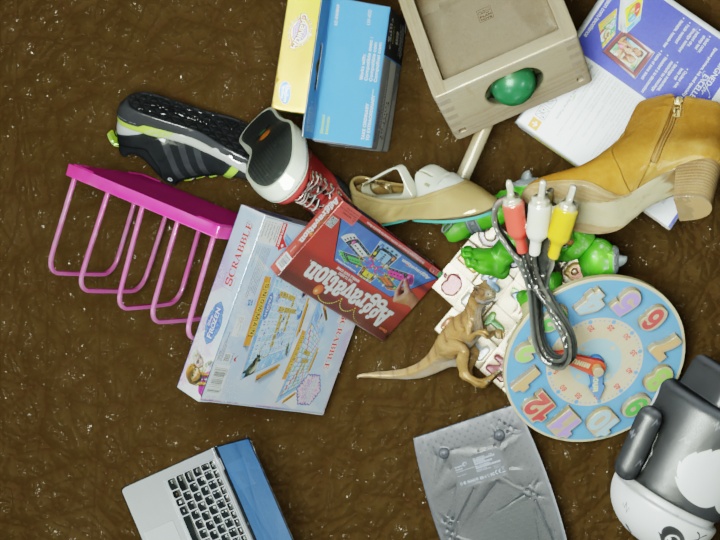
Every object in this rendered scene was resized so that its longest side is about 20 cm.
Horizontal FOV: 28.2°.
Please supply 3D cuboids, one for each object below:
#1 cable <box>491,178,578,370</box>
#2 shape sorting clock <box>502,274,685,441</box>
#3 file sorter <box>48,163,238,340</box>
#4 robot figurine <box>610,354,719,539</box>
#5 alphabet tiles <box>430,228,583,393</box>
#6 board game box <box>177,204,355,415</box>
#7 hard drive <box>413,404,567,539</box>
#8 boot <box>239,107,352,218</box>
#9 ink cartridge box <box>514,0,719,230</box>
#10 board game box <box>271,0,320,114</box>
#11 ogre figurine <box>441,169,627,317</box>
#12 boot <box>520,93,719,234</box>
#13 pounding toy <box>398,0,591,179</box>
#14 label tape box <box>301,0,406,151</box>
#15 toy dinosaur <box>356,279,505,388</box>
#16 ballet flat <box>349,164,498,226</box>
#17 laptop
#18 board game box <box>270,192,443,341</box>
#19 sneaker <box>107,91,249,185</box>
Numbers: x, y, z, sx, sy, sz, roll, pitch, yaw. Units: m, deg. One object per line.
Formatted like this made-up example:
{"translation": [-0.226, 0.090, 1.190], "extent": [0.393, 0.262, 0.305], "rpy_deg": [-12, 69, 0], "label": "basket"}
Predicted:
{"translation": [0.170, 0.003, 1.418], "extent": [0.096, 0.050, 0.203], "rpy_deg": [8, 109, 26], "label": "cable"}
{"translation": [0.245, 0.096, 1.499], "extent": [0.197, 0.039, 0.202], "rpy_deg": [-3, 121, -5], "label": "shape sorting clock"}
{"translation": [-0.213, -0.019, 1.533], "extent": [0.198, 0.139, 0.127], "rpy_deg": [22, 98, 23], "label": "file sorter"}
{"translation": [0.341, 0.193, 1.482], "extent": [0.149, 0.125, 0.202], "rpy_deg": [28, 97, 6], "label": "robot figurine"}
{"translation": [0.181, 0.044, 1.561], "extent": [0.200, 0.006, 0.167], "rpy_deg": [41, 99, 5], "label": "alphabet tiles"}
{"translation": [-0.081, 0.047, 1.513], "extent": [0.041, 0.198, 0.203], "rpy_deg": [25, 97, 39], "label": "board game box"}
{"translation": [0.146, 0.257, 1.560], "extent": [0.133, 0.042, 0.203], "rpy_deg": [-19, 90, 10], "label": "hard drive"}
{"translation": [-0.050, -0.084, 1.478], "extent": [0.072, 0.200, 0.144], "rpy_deg": [-42, 111, 7], "label": "boot"}
{"translation": [0.299, -0.180, 1.513], "extent": [0.199, 0.047, 0.199], "rpy_deg": [36, 96, 4], "label": "ink cartridge box"}
{"translation": [-0.046, -0.263, 1.509], "extent": [0.040, 0.153, 0.203], "rpy_deg": [9, 95, 7], "label": "board game box"}
{"translation": [0.189, -0.019, 1.510], "extent": [0.200, 0.098, 0.120], "rpy_deg": [50, 117, 19], "label": "ogre figurine"}
{"translation": [0.267, -0.113, 1.446], "extent": [0.198, 0.071, 0.145], "rpy_deg": [0, 49, 18], "label": "boot"}
{"translation": [0.134, -0.219, 1.490], "extent": [0.182, 0.142, 0.202], "rpy_deg": [-22, 65, 10], "label": "pounding toy"}
{"translation": [-0.003, -0.199, 1.480], "extent": [0.062, 0.200, 0.147], "rpy_deg": [9, 94, 8], "label": "label tape box"}
{"translation": [0.100, 0.087, 1.552], "extent": [0.106, 0.060, 0.200], "rpy_deg": [48, 122, 9], "label": "toy dinosaur"}
{"translation": [0.057, -0.080, 1.500], "extent": [0.198, 0.068, 0.064], "rpy_deg": [-4, 106, 45], "label": "ballet flat"}
{"translation": [-0.159, 0.298, 1.575], "extent": [0.198, 0.116, 0.189], "rpy_deg": [-24, 88, 10], "label": "laptop"}
{"translation": [0.000, 0.000, 1.505], "extent": [0.103, 0.199, 0.019], "rpy_deg": [-47, 50, 9], "label": "board game box"}
{"translation": [-0.184, -0.131, 1.594], "extent": [0.198, 0.072, 0.084], "rpy_deg": [23, 124, 7], "label": "sneaker"}
